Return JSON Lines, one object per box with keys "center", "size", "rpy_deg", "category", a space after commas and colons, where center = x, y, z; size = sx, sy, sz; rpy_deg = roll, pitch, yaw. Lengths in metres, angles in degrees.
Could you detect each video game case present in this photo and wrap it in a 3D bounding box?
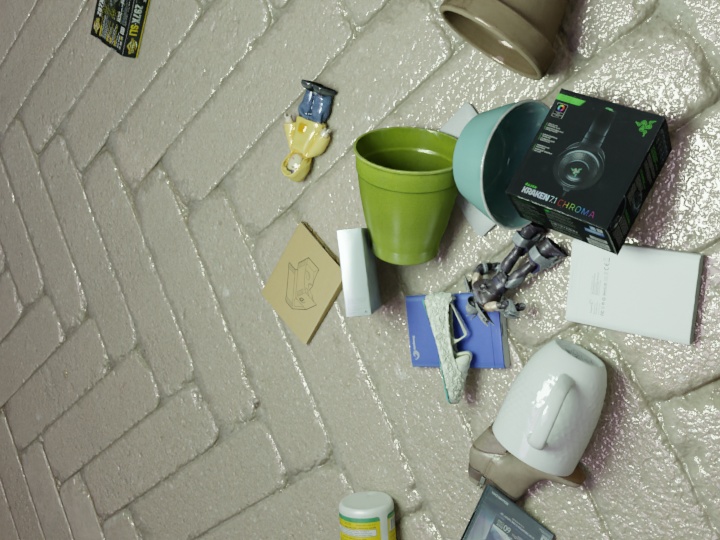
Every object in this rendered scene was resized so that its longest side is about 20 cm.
{"center": [0.227, 0.479, 1.307], "size": [0.142, 0.201, 0.019], "rpy_deg": [37, 144, 0], "category": "video game case"}

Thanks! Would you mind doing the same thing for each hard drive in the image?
{"center": [0.173, 0.109, 1.438], "size": [0.197, 0.025, 0.135], "rpy_deg": [-4, 93, 39], "category": "hard drive"}
{"center": [0.420, 0.029, 1.227], "size": [0.197, 0.026, 0.135], "rpy_deg": [11, 102, 39], "category": "hard drive"}

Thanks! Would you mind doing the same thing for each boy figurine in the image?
{"center": [-0.114, -0.280, 1.606], "size": [0.123, 0.064, 0.203], "rpy_deg": [31, 110, 29], "category": "boy figurine"}

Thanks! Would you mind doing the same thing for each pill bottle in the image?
{"center": [0.017, 0.552, 1.561], "size": [0.111, 0.112, 0.205], "rpy_deg": [-1, 95, 39], "category": "pill bottle"}

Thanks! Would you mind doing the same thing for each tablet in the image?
{"center": [0.199, -0.176, 1.393], "size": [0.130, 0.014, 0.202], "rpy_deg": [-44, 68, 34], "category": "tablet"}

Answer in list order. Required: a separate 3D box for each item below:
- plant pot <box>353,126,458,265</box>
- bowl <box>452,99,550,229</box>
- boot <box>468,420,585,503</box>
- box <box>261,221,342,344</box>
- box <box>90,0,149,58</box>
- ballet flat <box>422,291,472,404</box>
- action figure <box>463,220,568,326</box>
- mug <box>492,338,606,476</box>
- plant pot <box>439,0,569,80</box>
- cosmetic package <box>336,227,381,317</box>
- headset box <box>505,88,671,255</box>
{"center": [0.081, -0.123, 1.389], "size": [0.198, 0.199, 0.196], "rpy_deg": [26, 128, 34], "category": "plant pot"}
{"center": [0.222, -0.175, 1.267], "size": [0.104, 0.198, 0.205], "rpy_deg": [21, 108, 47], "category": "bowl"}
{"center": [0.276, 0.351, 1.364], "size": [0.199, 0.070, 0.149], "rpy_deg": [35, 122, 32], "category": "boot"}
{"center": [-0.118, 0.028, 1.669], "size": [0.164, 0.021, 0.202], "rpy_deg": [47, 121, 26], "category": "box"}
{"center": [-0.592, -0.652, 1.962], "size": [0.159, 0.049, 0.203], "rpy_deg": [35, 116, 34], "category": "box"}
{"center": [0.161, 0.133, 1.395], "size": [0.071, 0.071, 0.204], "rpy_deg": [-17, 85, 39], "category": "ballet flat"}
{"center": [0.246, 0.013, 1.329], "size": [0.200, 0.069, 0.131], "rpy_deg": [-47, 51, 23], "category": "action figure"}
{"center": [0.302, 0.211, 1.237], "size": [0.146, 0.199, 0.178], "rpy_deg": [28, 105, 17], "category": "mug"}
{"center": [0.246, -0.427, 1.231], "size": [0.199, 0.199, 0.177], "rpy_deg": [36, 99, 30], "category": "plant pot"}
{"center": [0.000, 0.000, 1.461], "size": [0.050, 0.200, 0.155], "rpy_deg": [-5, 91, 7], "category": "cosmetic package"}
{"center": [0.345, -0.156, 1.184], "size": [0.172, 0.093, 0.202], "rpy_deg": [27, 82, 34], "category": "headset box"}
